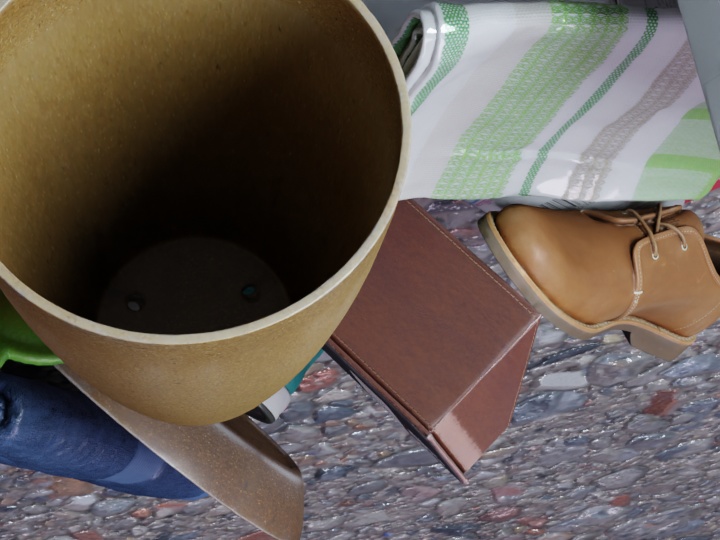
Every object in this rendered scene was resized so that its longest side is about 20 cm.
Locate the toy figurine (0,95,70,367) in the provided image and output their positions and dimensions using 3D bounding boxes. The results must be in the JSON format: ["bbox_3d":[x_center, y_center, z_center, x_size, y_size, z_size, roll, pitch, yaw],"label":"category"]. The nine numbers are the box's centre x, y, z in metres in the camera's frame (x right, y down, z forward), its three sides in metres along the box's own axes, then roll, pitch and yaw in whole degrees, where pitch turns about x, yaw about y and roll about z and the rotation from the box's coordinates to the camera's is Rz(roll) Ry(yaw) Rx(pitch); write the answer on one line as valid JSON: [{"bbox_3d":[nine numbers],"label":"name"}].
[{"bbox_3d":[-0.190,-0.040,1.256,0.199,0.151,0.184,1,144,-13],"label":"toy figurine"}]

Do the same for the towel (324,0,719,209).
[{"bbox_3d":[0.092,-0.068,1.246,0.199,0.031,0.149,0,154,-22],"label":"towel"}]

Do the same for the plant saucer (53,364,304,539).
[{"bbox_3d":[-0.101,0.070,1.508,0.035,0.200,0.200,-52,149,1],"label":"plant saucer"}]

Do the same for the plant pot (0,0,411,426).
[{"bbox_3d":[-0.072,-0.014,1.207,0.185,0.187,0.200,-10,155,-5],"label":"plant pot"}]

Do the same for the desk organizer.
[{"bbox_3d":[0.000,0.000,1.340,0.077,0.200,0.072,-45,154,-4],"label":"desk organizer"}]

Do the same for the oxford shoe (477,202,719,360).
[{"bbox_3d":[0.122,-0.010,1.357,0.071,0.072,0.200,-40,155,22],"label":"oxford shoe"}]

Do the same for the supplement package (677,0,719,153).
[{"bbox_3d":[0.231,-0.142,1.148,0.191,0.201,0.147,13,146,-43],"label":"supplement package"}]

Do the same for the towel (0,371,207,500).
[{"bbox_3d":[-0.164,0.095,1.611,0.111,0.049,0.200,7,171,39],"label":"towel"}]

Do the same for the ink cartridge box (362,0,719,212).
[{"bbox_3d":[0.101,-0.093,1.335,0.147,0.086,0.200,-24,152,26],"label":"ink cartridge box"}]

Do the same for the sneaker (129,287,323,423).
[{"bbox_3d":[-0.054,0.003,1.479,0.084,0.121,0.200,41,173,-21],"label":"sneaker"}]
